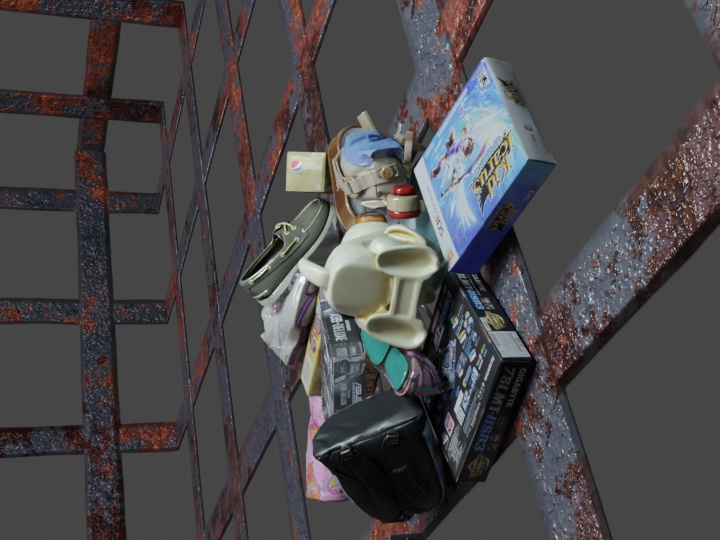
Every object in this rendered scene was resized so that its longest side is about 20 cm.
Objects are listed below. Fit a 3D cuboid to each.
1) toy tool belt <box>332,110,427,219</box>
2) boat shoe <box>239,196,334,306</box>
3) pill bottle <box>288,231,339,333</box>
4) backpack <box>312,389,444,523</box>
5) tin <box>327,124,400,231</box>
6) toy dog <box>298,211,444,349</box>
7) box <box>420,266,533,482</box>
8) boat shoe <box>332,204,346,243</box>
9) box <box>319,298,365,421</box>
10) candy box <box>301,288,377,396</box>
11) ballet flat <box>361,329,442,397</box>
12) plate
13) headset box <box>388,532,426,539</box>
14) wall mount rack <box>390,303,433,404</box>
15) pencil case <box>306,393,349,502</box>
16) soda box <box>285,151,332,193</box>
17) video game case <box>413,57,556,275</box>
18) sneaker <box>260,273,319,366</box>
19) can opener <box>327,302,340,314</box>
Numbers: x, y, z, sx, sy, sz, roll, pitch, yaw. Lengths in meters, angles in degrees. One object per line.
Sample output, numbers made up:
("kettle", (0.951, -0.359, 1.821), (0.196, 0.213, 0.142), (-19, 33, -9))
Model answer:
("toy tool belt", (0.032, -0.153, 1.432), (0.200, 0.124, 0.124), (-140, 47, -65))
("boat shoe", (-0.117, -0.040, 1.633), (0.202, 0.060, 0.072), (-55, 29, -8))
("pill bottle", (-0.067, 0.037, 1.731), (0.111, 0.110, 0.201), (-124, 29, -58))
("backpack", (0.041, 0.259, 1.384), (0.154, 0.162, 0.201), (-100, -16, -62))
("tin", (0.012, -0.137, 1.572), (0.042, 0.111, 0.201), (-41, 50, 48))
("toy dog", (0.019, 0.002, 1.361), (0.200, 0.193, 0.140), (-83, -7, -70))
("box", (0.136, 0.130, 1.298), (0.199, 0.049, 0.201), (-113, 31, -54))
("boat shoe", (-0.010, -0.080, 1.679), (0.202, 0.074, 0.087), (138, 125, -72))
("box", (-0.027, 0.164, 1.494), (0.158, 0.049, 0.201), (-108, 16, -60))
("candy box", (-0.021, 0.109, 1.637), (0.055, 0.115, 0.201), (-118, 35, -52))
("ballet flat", (0.057, 0.115, 1.353), (0.069, 0.071, 0.200), (-63, 24, 13))
("plate", (0.103, -0.066, 1.439), (0.200, 0.025, 0.202), (180, 90, -70))
("headset box", (0.068, 0.447, 1.324), (0.075, 0.148, 0.201), (156, 113, -68))
("wall mount rack", (0.054, 0.116, 1.499), (0.175, 0.074, 0.200), (66, 160, -1))
("pencil case", (-0.053, 0.302, 1.773), (0.087, 0.087, 0.201), (168, 103, -70))
("soda box", (-0.059, -0.160, 1.685), (0.200, 0.067, 0.064), (-12, -75, -73))
("video game case", (0.146, -0.127, 1.256), (0.200, 0.045, 0.182), (-59, 36, 41))
("sneaker", (-0.120, 0.067, 1.661), (0.099, 0.075, 0.201), (37, 131, 20))
("can opener", (0.000, 0.000, 1.525), (0.067, 0.200, 0.053), (44, 121, 6))
